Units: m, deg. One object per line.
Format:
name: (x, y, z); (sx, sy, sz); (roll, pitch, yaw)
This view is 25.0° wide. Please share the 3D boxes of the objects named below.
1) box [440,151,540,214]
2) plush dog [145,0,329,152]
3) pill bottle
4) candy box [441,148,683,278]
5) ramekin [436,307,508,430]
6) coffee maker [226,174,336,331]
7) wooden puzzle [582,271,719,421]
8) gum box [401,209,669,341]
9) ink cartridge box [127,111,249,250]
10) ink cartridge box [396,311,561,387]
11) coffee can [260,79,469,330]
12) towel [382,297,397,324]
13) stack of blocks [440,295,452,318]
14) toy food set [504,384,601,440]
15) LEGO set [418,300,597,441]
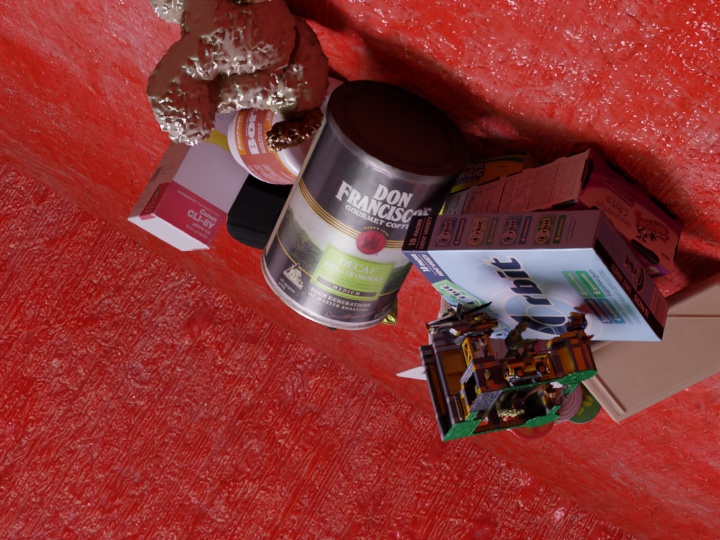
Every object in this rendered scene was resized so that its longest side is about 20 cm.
box: (0.139, -0.065, 1.648); (0.199, 0.049, 0.117); (-3, 148, 45)
plush dog: (-0.095, -0.208, 1.511); (0.160, 0.201, 0.171); (-24, 148, 31)
pill bottle: (-0.075, -0.150, 1.775); (0.112, 0.113, 0.200); (35, 169, -21)
candy box: (0.185, -0.036, 1.545); (0.136, 0.061, 0.199); (34, 151, -28)
ramekin: (0.183, 0.080, 1.920); (0.200, 0.201, 0.105); (35, 180, -21)
coffee maker: (-0.073, -0.053, 1.999); (0.199, 0.193, 0.135); (17, 158, 51)
wooden puzzle: (0.312, 0.075, 1.653); (0.200, 0.184, 0.037); (43, -156, -55)
gum box: (0.165, 0.007, 1.519); (0.199, 0.045, 0.170); (-1, 149, 34)
ink cartridge box: (-0.183, -0.130, 1.937); (0.083, 0.201, 0.145); (30, 170, -16)
ink cartridge box: (0.147, 0.081, 1.721); (0.198, 0.068, 0.116); (4, 168, -21)
coffee can: (0.002, -0.064, 1.600); (0.145, 0.201, 0.147); (17, -145, -13)
towel: (0.000, 0.000, 1.746); (0.086, 0.018, 0.200); (23, -158, -8)
stack of blocks: (0.186, 0.023, 1.748); (0.198, 0.059, 0.115); (1, 169, 2)
toy food set: (0.213, 0.091, 1.850); (0.200, 0.198, 0.049); (37, 178, -21)
LEGO set: (0.134, 0.077, 1.545); (0.153, 0.117, 0.200); (-12, 160, -6)
